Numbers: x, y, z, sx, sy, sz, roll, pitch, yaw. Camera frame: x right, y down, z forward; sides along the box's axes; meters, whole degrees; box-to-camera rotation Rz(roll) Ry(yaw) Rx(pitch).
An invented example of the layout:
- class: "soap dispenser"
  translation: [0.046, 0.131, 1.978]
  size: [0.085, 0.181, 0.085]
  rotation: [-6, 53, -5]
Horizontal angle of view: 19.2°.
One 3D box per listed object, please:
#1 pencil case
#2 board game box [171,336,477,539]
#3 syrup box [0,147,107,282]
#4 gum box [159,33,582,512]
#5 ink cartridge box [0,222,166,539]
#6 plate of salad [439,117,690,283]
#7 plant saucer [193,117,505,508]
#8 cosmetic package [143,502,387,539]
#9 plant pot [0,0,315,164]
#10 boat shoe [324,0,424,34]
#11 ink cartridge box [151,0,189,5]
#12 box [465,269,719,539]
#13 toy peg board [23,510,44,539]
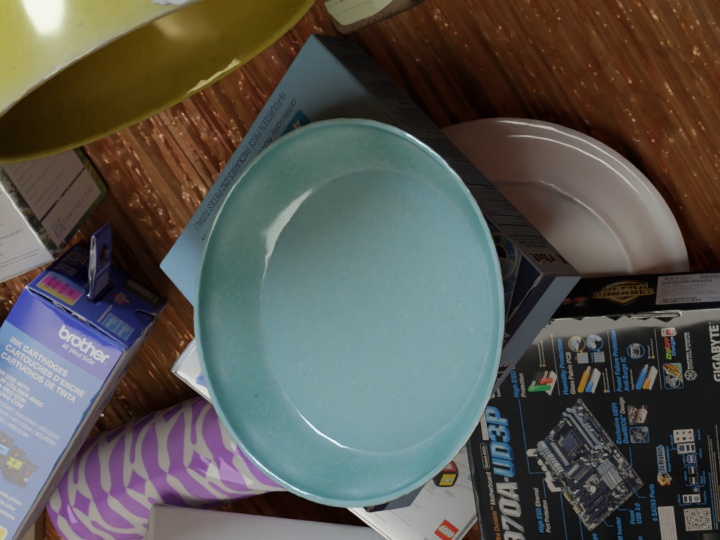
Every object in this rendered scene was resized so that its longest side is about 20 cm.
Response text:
- class: "pencil case"
  translation: [-0.113, 0.129, 1.364]
  size: [0.200, 0.084, 0.086]
  rotation: [-23, 96, 34]
- class: "board game box"
  translation: [0.004, 0.070, 1.266]
  size: [0.200, 0.035, 0.126]
  rotation: [39, 96, -7]
- class: "syrup box"
  translation: [-0.246, -0.094, 1.263]
  size: [0.081, 0.079, 0.200]
  rotation: [-19, 115, 33]
- class: "gum box"
  translation: [0.000, 0.000, 1.159]
  size: [0.200, 0.044, 0.170]
  rotation: [48, 116, 28]
- class: "ink cartridge box"
  translation: [-0.190, 0.069, 1.293]
  size: [0.076, 0.136, 0.200]
  rotation: [33, 102, -2]
- class: "plate of salad"
  translation: [0.087, 0.002, 1.207]
  size: [0.199, 0.048, 0.201]
  rotation: [5, 118, 9]
- class: "plant saucer"
  translation: [0.000, 0.021, 1.110]
  size: [0.199, 0.036, 0.201]
  rotation: [0, 91, 36]
- class: "cosmetic package"
  translation: [-0.041, 0.218, 1.335]
  size: [0.199, 0.108, 0.085]
  rotation: [8, 148, -7]
- class: "plant pot"
  translation: [-0.141, -0.165, 1.115]
  size: [0.200, 0.200, 0.142]
  rotation: [-31, 84, 36]
- class: "boat shoe"
  translation: [0.050, -0.187, 1.082]
  size: [0.199, 0.072, 0.076]
  rotation: [-20, 103, 33]
- class: "ink cartridge box"
  translation: [-0.022, -0.221, 0.997]
  size: [0.146, 0.200, 0.083]
  rotation: [-17, 116, 31]
- class: "box"
  translation: [0.141, 0.102, 1.195]
  size: [0.158, 0.046, 0.201]
  rotation: [-4, 116, 13]
- class: "toy peg board"
  translation: [-0.337, 0.222, 1.519]
  size: [0.198, 0.098, 0.201]
  rotation: [16, 129, 11]
